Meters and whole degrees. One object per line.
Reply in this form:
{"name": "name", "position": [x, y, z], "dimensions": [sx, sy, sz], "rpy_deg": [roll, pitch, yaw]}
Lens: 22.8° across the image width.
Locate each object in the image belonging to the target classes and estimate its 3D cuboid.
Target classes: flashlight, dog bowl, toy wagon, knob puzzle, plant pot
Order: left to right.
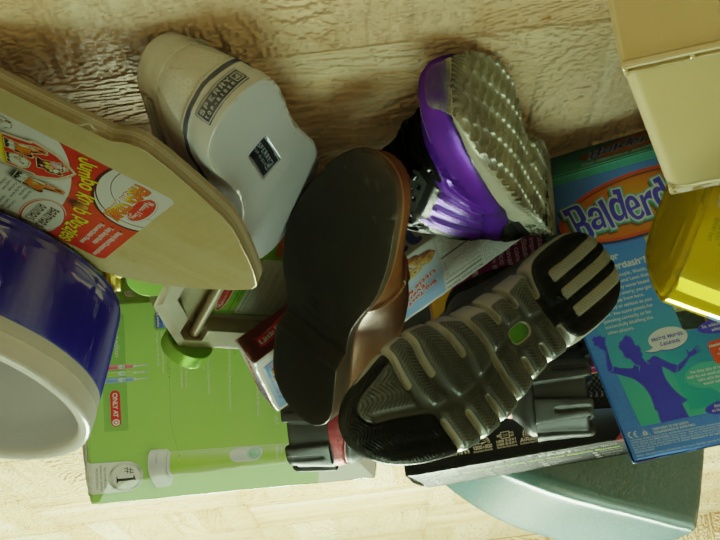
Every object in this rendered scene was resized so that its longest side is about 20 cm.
{"name": "dog bowl", "position": [-0.241, 0.034, 1.022], "dimensions": [0.199, 0.079, 0.200], "rpy_deg": [10, 154, 5]}
{"name": "knob puzzle", "position": [-0.137, -0.046, 0.924], "dimensions": [0.218, 0.031, 0.220], "rpy_deg": [17, 157, 7]}
{"name": "toy wagon", "position": [-0.069, -0.006, 1.085], "dimensions": [0.199, 0.040, 0.156], "rpy_deg": [6, 130, -36]}
{"name": "flashlight", "position": [0.050, 0.090, 1.148], "dimensions": [0.199, 0.068, 0.068], "rpy_deg": [-4, 128, 7]}
{"name": "plant pot", "position": [0.160, 0.113, 1.460], "dimensions": [0.199, 0.198, 0.196], "rpy_deg": [11, 163, -4]}

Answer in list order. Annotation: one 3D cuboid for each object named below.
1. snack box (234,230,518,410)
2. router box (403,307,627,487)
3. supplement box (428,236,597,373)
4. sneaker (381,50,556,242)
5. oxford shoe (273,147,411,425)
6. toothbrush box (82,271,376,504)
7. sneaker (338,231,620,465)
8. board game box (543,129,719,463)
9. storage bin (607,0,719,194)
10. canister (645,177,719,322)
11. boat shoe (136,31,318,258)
{"name": "snack box", "position": [0.016, 0.010, 1.112], "dimensions": [0.199, 0.024, 0.072], "rpy_deg": [-35, 152, -9]}
{"name": "router box", "position": [0.124, 0.071, 1.342], "dimensions": [0.199, 0.151, 0.062], "rpy_deg": [-12, 162, 15]}
{"name": "supplement box", "position": [0.152, 0.020, 1.230], "dimensions": [0.199, 0.104, 0.131], "rpy_deg": [-10, 174, 10]}
{"name": "sneaker", "position": [0.045, -0.057, 0.996], "dimensions": [0.099, 0.070, 0.200], "rpy_deg": [-6, 161, 16]}
{"name": "oxford shoe", "position": [0.000, 0.000, 1.018], "dimensions": [0.071, 0.071, 0.201], "rpy_deg": [-29, 151, -34]}
{"name": "toothbrush box", "position": [-0.092, 0.069, 1.218], "dimensions": [0.199, 0.147, 0.086], "rpy_deg": [-4, -158, -10]}
{"name": "sneaker", "position": [0.057, 0.054, 1.057], "dimensions": [0.199, 0.075, 0.115], "rpy_deg": [-32, -175, -24]}
{"name": "board game box", "position": [0.206, 0.010, 1.095], "dimensions": [0.151, 0.201, 0.045], "rpy_deg": [-15, -162, 28]}
{"name": "storage bin", "position": [0.214, -0.122, 0.806], "dimensions": [0.197, 0.094, 0.200], "rpy_deg": [-11, 164, 13]}
{"name": "canister", "position": [0.262, 0.005, 0.968], "dimensions": [0.199, 0.087, 0.149], "rpy_deg": [20, -167, 0]}
{"name": "boat shoe", "position": [-0.074, -0.066, 0.936], "dimensions": [0.071, 0.070, 0.200], "rpy_deg": [-51, 164, -8]}
